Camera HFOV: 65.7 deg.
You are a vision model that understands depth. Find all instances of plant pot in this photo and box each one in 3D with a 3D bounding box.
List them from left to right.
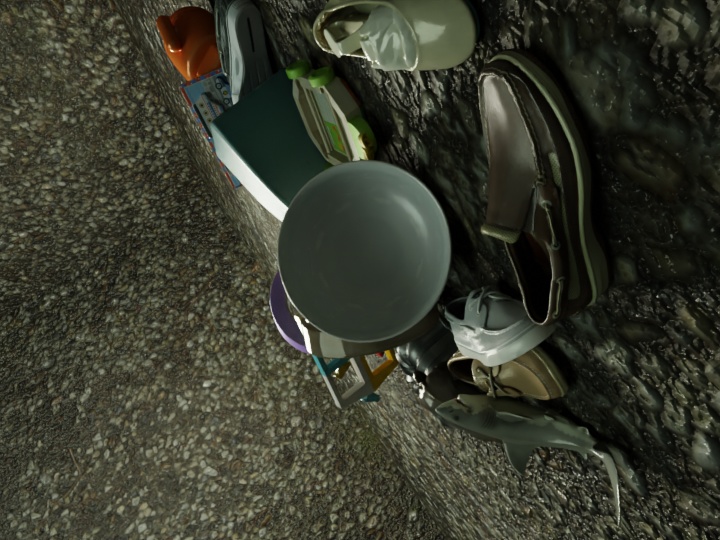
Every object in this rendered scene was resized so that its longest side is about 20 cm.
[{"bbox_3d":[-0.110,-0.162,0.861,0.201,0.141,0.141,51,167,-1],"label":"plant pot"},{"bbox_3d":[0.000,0.000,0.773,0.199,0.196,0.178,-160,56,-68],"label":"plant pot"}]

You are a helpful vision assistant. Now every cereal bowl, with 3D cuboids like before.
[{"bbox_3d":[0.007,-0.021,0.649,0.202,0.198,0.083,55,-174,5],"label":"cereal bowl"}]

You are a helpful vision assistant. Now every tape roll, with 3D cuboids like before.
[{"bbox_3d":[-0.079,0.060,1.108,0.202,0.198,0.066,53,167,14],"label":"tape roll"}]

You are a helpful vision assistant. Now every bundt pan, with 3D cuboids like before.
[{"bbox_3d":[0.123,0.164,0.882,0.203,0.075,0.203,54,167,18],"label":"bundt pan"}]

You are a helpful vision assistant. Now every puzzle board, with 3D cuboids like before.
[{"bbox_3d":[-0.198,-0.249,0.961,0.018,0.147,0.203,-98,-13,-55],"label":"puzzle board"}]

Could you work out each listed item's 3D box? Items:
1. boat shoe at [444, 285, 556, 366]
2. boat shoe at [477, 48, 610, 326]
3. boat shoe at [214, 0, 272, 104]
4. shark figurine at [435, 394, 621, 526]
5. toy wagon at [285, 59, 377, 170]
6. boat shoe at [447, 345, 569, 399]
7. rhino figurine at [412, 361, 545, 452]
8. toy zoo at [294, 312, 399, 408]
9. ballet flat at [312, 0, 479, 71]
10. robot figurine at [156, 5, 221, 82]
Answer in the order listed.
[{"bbox_3d":[0.139,0.051,0.601,0.069,0.071,0.200,57,176,0],"label":"boat shoe"},{"bbox_3d":[0.122,-0.047,0.399,0.205,0.074,0.074,62,165,-20],"label":"boat shoe"},{"bbox_3d":[-0.181,-0.325,0.862,0.071,0.071,0.203,41,145,27],"label":"boat shoe"},{"bbox_3d":[0.202,0.199,0.630,0.211,0.127,0.092,12,99,40],"label":"shark figurine"},{"bbox_3d":[-0.027,-0.182,0.712,0.199,0.039,0.157,38,156,50],"label":"toy wagon"},{"bbox_3d":[0.165,0.120,0.649,0.072,0.064,0.200,58,167,-6],"label":"boat shoe"},{"bbox_3d":[0.160,0.193,0.746,0.197,0.061,0.087,31,-171,2],"label":"rhino figurine"},{"bbox_3d":[-0.012,0.127,0.903,0.020,0.130,0.204,6,125,59],"label":"toy zoo"},{"bbox_3d":[0.016,-0.197,0.465,0.200,0.069,0.070,40,159,51],"label":"ballet flat"},{"bbox_3d":[-0.278,-0.391,0.986,0.200,0.142,0.118,48,149,33],"label":"robot figurine"}]
